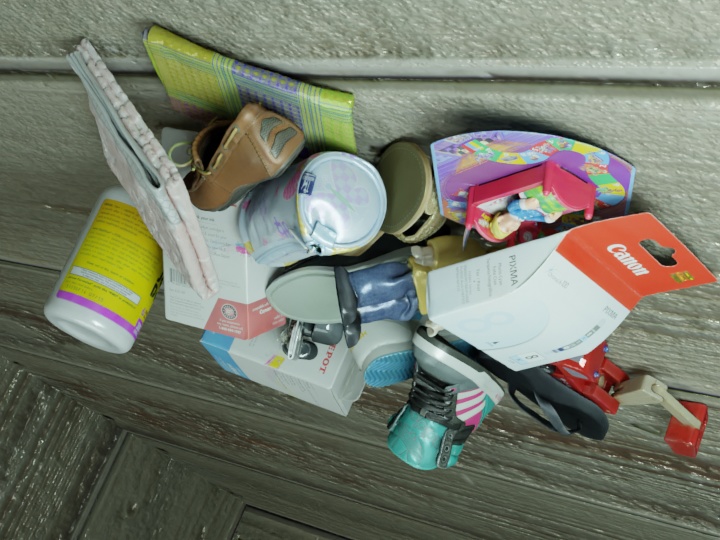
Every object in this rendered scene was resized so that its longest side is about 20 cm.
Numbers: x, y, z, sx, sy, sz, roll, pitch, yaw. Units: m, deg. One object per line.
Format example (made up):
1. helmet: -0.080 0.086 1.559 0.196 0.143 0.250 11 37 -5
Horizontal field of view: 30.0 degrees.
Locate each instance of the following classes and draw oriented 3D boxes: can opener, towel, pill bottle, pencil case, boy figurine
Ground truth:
1. can opener: -0.055 0.074 1.450 0.066 0.053 0.200 14 175 -1
2. towel: -0.203 -0.090 1.258 0.201 0.032 0.192 54 167 29
3. pill bottle: -0.257 -0.020 1.463 0.103 0.202 0.104 21 163 7
4. pencil case: -0.047 -0.050 1.208 0.082 0.092 0.200 17 172 -19
5. boy figurine: 0.077 0.017 1.210 0.198 0.065 0.125 -9 141 -4
6. towel: -0.093 -0.148 1.170 0.198 0.023 0.144 21 162 11

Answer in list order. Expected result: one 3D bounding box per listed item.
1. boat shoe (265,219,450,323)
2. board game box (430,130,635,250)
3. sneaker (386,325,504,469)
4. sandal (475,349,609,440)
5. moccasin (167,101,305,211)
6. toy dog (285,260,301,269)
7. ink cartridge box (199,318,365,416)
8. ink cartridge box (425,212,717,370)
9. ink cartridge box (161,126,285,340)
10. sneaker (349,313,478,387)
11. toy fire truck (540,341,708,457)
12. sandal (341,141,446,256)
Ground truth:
1. boat shoe: 0.000 0.000 1.307 0.198 0.061 0.076 -10 131 26
2. board game box: 0.134 -0.047 1.067 0.156 0.039 0.200 7 160 9
3. sneaker: 0.070 0.134 1.340 0.083 0.121 0.200 34 175 29
4. sandal: 0.185 0.135 1.413 0.199 0.043 0.076 35 162 -35
5. moccasin: -0.119 -0.102 1.184 0.078 0.074 0.201 43 162 -12
6. toy dog: -0.015 0.006 1.449 0.131 0.097 0.200 13 175 24
7. ink cartridge box: -0.067 0.080 1.623 0.198 0.130 0.125 20 163 15
8. ink cartridge box: 0.177 0.023 1.112 0.198 0.048 0.160 -15 152 30
9. ink cartridge box: -0.138 -0.044 1.353 0.116 0.202 0.067 12 -159 33
10. sneaker: 0.075 0.064 1.419 0.198 0.081 0.077 -3 140 -36
11. toy fire truck: 0.280 0.126 1.426 0.140 0.049 0.200 12 158 35
12. sandal: 0.043 -0.059 1.193 0.069 0.079 0.211 3 166 -22
